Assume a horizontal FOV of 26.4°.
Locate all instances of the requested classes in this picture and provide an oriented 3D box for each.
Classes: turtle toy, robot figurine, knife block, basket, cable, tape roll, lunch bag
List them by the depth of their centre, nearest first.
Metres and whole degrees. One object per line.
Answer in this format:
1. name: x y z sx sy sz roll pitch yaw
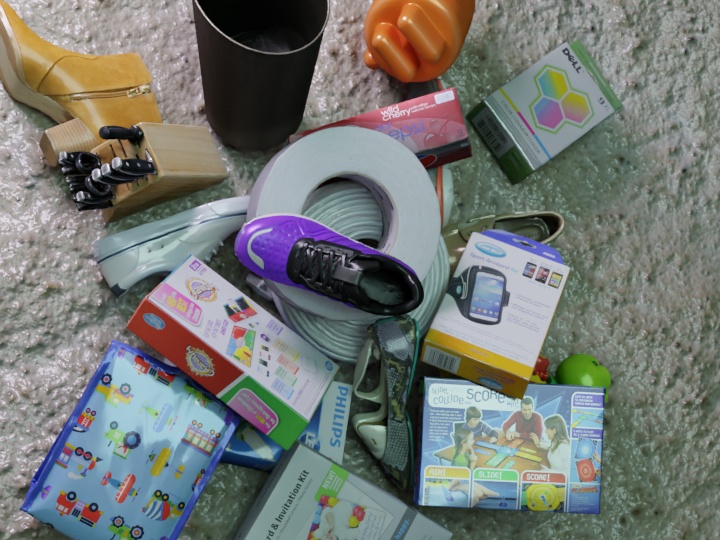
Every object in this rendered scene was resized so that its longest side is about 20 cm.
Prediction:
1. lunch bag: -0.219 0.175 1.514 0.150 0.094 0.201 30 96 -10
2. knife block: -0.218 -0.116 1.594 0.198 0.175 0.065 -21 84 -24
3. tape roll: -0.018 -0.049 1.604 0.198 0.066 0.203 0 90 -13
4. basket: -0.112 -0.235 1.639 0.135 0.201 0.181 -23 63 -19
5. cable: 0.000 0.000 1.677 0.200 0.069 0.200 45 83 -9
6. turtle toy: 0.187 0.145 1.710 0.198 0.101 0.147 -14 81 -28
7. robot figurine: 0.072 -0.292 1.751 0.115 0.145 0.201 15 34 4

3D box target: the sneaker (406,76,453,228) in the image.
1. sneaker: 0.060 -0.147 1.764 0.081 0.077 0.202 0 71 -8

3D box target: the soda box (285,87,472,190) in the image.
1. soda box: 0.021 -0.138 1.703 0.198 0.070 0.064 -15 75 3

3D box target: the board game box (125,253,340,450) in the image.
1. board game box: -0.124 0.078 1.541 0.199 0.153 0.040 38 110 -1

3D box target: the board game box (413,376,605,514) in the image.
1. board game box: 0.158 0.185 1.624 0.198 0.034 0.137 4 85 -7

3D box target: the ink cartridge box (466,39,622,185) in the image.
1. ink cartridge box: 0.235 -0.202 1.848 0.199 0.059 0.104 -35 89 -25

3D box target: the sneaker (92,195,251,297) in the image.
1. sneaker: -0.186 -0.027 1.646 0.198 0.073 0.071 -19 92 -15

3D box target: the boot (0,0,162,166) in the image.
1. boot: -0.307 -0.217 1.656 0.143 0.071 0.203 -25 87 -31

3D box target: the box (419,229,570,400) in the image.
1. box: 0.151 0.039 1.658 0.118 0.042 0.201 21 46 8

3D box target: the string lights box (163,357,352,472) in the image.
1. string lights box: -0.115 0.153 1.621 0.198 0.059 0.104 14 70 -16

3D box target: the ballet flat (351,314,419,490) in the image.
1. ballet flat: 0.024 0.142 1.641 0.071 0.072 0.203 -6 111 -21

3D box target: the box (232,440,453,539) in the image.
1. box: -0.025 0.290 1.592 0.199 0.041 0.157 32 85 -15

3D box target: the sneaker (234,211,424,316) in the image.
1. sneaker: -0.025 -0.004 1.515 0.198 0.100 0.070 17 95 -13

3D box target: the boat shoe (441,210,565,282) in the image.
1. boat shoe: 0.144 -0.031 1.764 0.198 0.065 0.073 -13 80 -23
